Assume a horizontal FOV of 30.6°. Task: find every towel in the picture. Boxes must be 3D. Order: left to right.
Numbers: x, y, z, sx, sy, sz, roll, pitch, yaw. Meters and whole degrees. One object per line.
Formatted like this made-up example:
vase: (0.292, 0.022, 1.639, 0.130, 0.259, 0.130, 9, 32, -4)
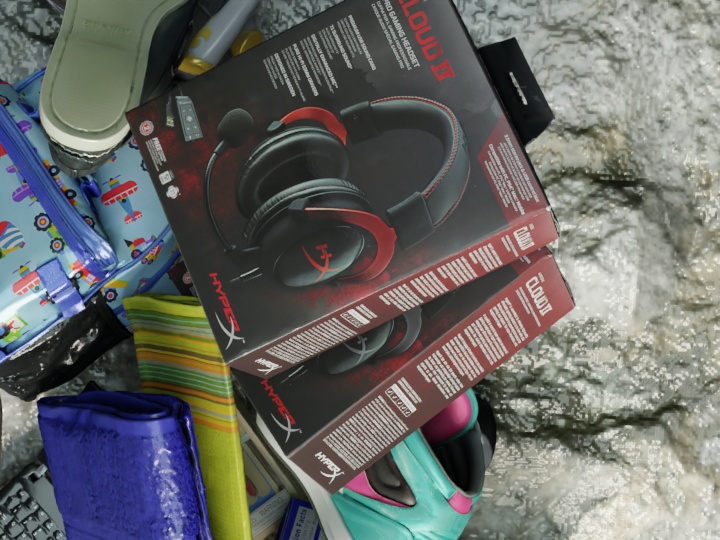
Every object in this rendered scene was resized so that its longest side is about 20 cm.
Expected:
towel: (-0.122, 0.167, 0.758, 0.049, 0.147, 0.201, -14, 99, -36)
towel: (-0.095, 0.113, 0.754, 0.018, 0.086, 0.201, -14, 101, -39)

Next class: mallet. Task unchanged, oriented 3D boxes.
mallet: (0.009, 0.157, 0.878, 0.200, 0.066, 0.041, -38, 97, 6)

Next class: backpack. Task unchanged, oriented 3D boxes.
backpack: (-0.179, -0.043, 0.809, 0.199, 0.135, 0.183, -31, 72, -1)

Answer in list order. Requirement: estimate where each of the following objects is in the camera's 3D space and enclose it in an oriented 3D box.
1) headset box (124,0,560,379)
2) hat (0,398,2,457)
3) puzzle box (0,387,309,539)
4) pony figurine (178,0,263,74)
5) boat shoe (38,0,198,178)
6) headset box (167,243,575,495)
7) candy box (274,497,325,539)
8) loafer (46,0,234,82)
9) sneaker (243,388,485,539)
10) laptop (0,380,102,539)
headset box: (0.001, -0.054, 0.684, 0.199, 0.075, 0.149, -25, 76, 7)
hat: (-0.278, 0.094, 0.855, 0.081, 0.200, 0.202, -5, 100, -40)
puzzle box: (-0.151, 0.161, 0.904, 0.200, 0.025, 0.133, -36, 95, 6)
pony figurine: (-0.006, -0.198, 0.792, 0.192, 0.166, 0.201, 12, 80, 25)
boat shoe: (-0.136, -0.137, 0.765, 0.074, 0.066, 0.200, 14, 58, -9)
headset box: (0.013, 0.005, 0.760, 0.200, 0.077, 0.149, -37, 58, 1)
candy box: (0.020, 0.263, 0.868, 0.199, 0.077, 0.170, 17, 115, 1)
loafer: (-0.153, -0.177, 0.835, 0.200, 0.063, 0.072, 33, 67, -25)
sneaker: (0.009, 0.095, 0.821, 0.121, 0.084, 0.200, -46, 54, 14)
laptop: (-0.178, 0.203, 0.832, 0.200, 0.103, 0.177, -42, 85, -6)
